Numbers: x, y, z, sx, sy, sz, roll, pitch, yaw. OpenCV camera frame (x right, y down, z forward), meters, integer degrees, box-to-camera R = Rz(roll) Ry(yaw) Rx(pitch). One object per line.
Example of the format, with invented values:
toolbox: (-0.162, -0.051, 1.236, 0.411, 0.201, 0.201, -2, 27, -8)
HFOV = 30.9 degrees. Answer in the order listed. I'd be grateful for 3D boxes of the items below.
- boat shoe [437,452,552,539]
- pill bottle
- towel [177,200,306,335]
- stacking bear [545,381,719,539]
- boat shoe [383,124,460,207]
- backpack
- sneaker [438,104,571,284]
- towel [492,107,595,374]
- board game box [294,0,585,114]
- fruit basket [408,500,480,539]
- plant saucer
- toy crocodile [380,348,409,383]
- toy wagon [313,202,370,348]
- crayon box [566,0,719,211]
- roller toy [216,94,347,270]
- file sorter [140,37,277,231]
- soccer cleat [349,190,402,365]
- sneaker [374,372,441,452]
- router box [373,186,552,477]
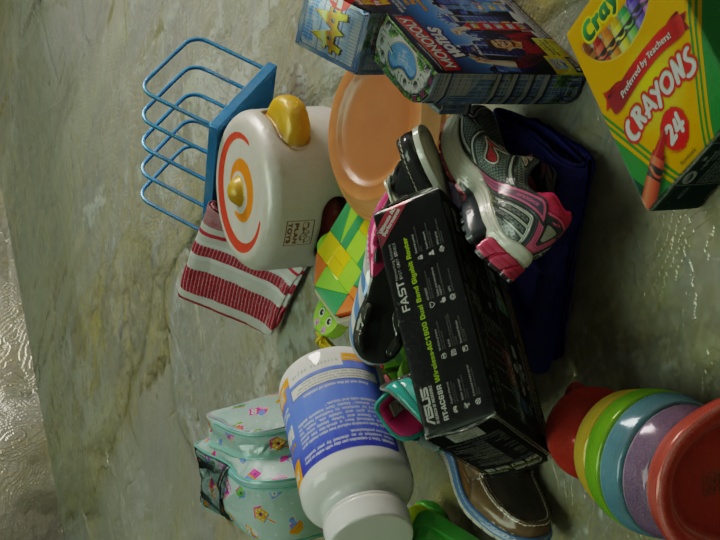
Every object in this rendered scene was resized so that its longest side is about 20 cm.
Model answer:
boat shoe: (0.118, 0.172, 1.206, 0.200, 0.072, 0.073, 51, 138, 48)
pill bottle: (-0.011, 0.181, 1.257, 0.201, 0.111, 0.113, -106, 26, -45)
towel: (-0.150, 0.002, 1.660, 0.201, 0.143, 0.023, 119, 172, -49)
stacking bear: (0.211, 0.137, 0.978, 0.200, 0.113, 0.123, -165, 72, -67)
boat shoe: (0.051, -0.064, 1.132, 0.200, 0.060, 0.075, 52, -155, -71)
backpack: (-0.087, 0.230, 1.525, 0.200, 0.174, 0.155, 30, 126, 54)
sneaker: (0.121, -0.073, 1.059, 0.074, 0.080, 0.201, -38, 36, 19)
towel: (0.148, -0.028, 1.141, 0.148, 0.049, 0.202, -129, 41, -56)
board game box: (0.056, -0.194, 1.117, 0.201, 0.198, 0.062, 57, 142, 44)
fruit basket: (0.077, 0.322, 1.282, 0.155, 0.216, 0.217, 30, 134, 9)
plant saucer: (0.026, -0.147, 1.323, 0.199, 0.037, 0.203, -10, 78, 54)
toy crocodile: (0.027, 0.093, 1.389, 0.201, 0.061, 0.068, 67, 149, 33)
toy wagon: (0.000, 0.000, 1.382, 0.201, 0.039, 0.155, -57, 39, 16)
crayon box: (0.221, -0.162, 0.954, 0.127, 0.050, 0.202, 122, 136, -52)
roller toy: (-0.087, -0.095, 1.497, 0.200, 0.138, 0.185, -20, 77, 63)
file sorter: (-0.198, -0.168, 1.633, 0.122, 0.139, 0.201, 26, 140, 12)
soccer cleat: (0.030, -0.008, 1.270, 0.086, 0.069, 0.202, -138, 65, -82)
sneaker: (0.065, 0.100, 1.216, 0.084, 0.120, 0.200, 58, -179, -29)
router box: (0.084, 0.052, 1.050, 0.062, 0.150, 0.202, -21, 63, 18)
